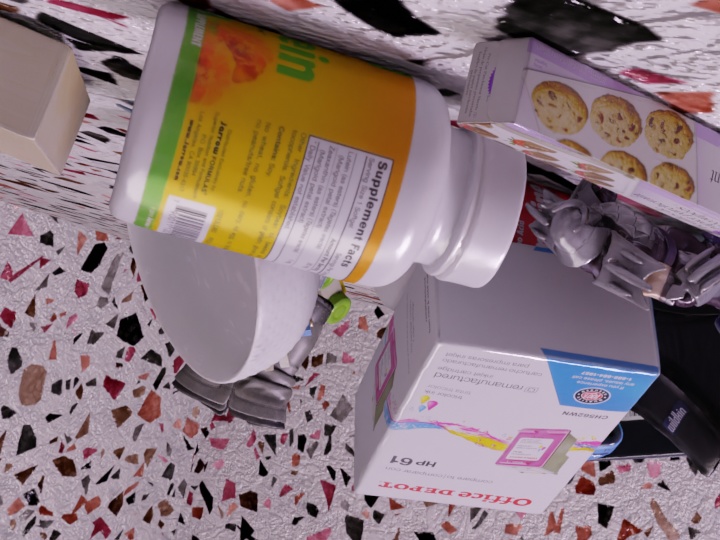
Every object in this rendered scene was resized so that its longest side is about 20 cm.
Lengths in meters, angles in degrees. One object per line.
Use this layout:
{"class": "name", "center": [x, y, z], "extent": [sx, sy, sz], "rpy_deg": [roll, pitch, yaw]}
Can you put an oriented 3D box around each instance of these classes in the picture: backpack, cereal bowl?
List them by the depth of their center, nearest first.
{"class": "cereal bowl", "center": [-0.087, -0.028, 0.857], "extent": [0.083, 0.203, 0.199], "rpy_deg": [-16, -167, -30]}
{"class": "backpack", "center": [0.250, 0.049, 0.874], "extent": [0.125, 0.169, 0.199], "rpy_deg": [11, -175, -38]}

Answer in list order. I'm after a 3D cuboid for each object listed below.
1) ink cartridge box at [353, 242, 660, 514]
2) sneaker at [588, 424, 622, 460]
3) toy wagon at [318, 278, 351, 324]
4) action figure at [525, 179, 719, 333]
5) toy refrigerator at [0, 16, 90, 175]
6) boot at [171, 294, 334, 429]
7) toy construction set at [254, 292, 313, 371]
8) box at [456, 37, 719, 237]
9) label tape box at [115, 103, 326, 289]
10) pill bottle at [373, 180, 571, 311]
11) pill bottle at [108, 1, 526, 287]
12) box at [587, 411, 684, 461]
{"class": "ink cartridge box", "center": [0.086, 0.075, 0.807], "extent": [0.142, 0.086, 0.201], "rpy_deg": [9, 144, -11]}
{"class": "sneaker", "center": [0.130, 0.084, 1.009], "extent": [0.199, 0.066, 0.078], "rpy_deg": [36, 163, -7]}
{"class": "toy wagon", "center": [-0.068, -0.013, 1.234], "extent": [0.155, 0.039, 0.201], "rpy_deg": [44, 166, 29]}
{"class": "action figure", "center": [0.178, -0.010, 0.714], "extent": [0.198, 0.070, 0.131], "rpy_deg": [16, -153, -35]}
{"class": "toy refrigerator", "center": [-0.234, -0.121, 0.844], "extent": [0.075, 0.071, 0.200], "rpy_deg": [21, 175, -7]}
{"class": "boot", "center": [-0.130, 0.045, 1.052], "extent": [0.198, 0.132, 0.068], "rpy_deg": [27, 179, 13]}
{"class": "toy construction set", "center": [0.000, 0.000, 0.952], "extent": [0.197, 0.132, 0.092], "rpy_deg": [-15, -144, -12]}
{"class": "box", "center": [0.131, -0.058, 0.587], "extent": [0.198, 0.042, 0.038], "rpy_deg": [18, 174, -36]}
{"class": "label tape box", "center": [-0.114, -0.058, 1.037], "extent": [0.142, 0.067, 0.200], "rpy_deg": [29, -178, 25]}
{"class": "pill bottle", "center": [0.078, -0.015, 0.852], "extent": [0.198, 0.114, 0.112], "rpy_deg": [15, 176, -20]}
{"class": "pill bottle", "center": [-0.020, -0.056, 0.638], "extent": [0.197, 0.113, 0.111], "rpy_deg": [15, 176, -13]}
{"class": "box", "center": [0.312, 0.106, 1.136], "extent": [0.198, 0.126, 0.196], "rpy_deg": [-10, 171, 36]}
